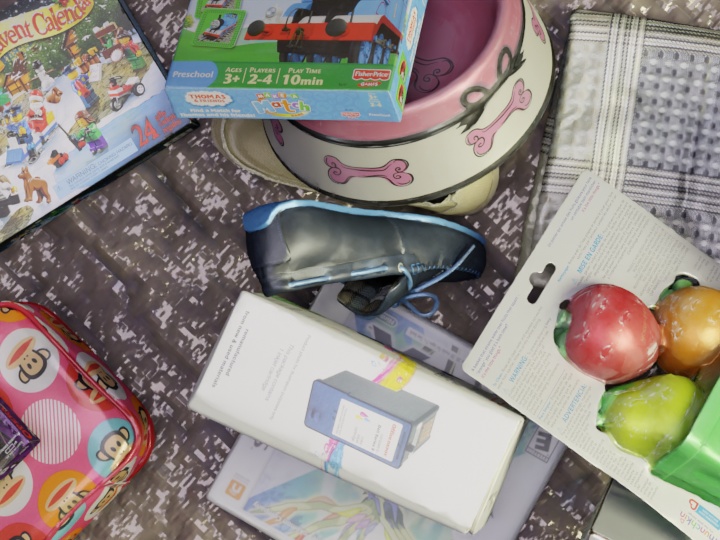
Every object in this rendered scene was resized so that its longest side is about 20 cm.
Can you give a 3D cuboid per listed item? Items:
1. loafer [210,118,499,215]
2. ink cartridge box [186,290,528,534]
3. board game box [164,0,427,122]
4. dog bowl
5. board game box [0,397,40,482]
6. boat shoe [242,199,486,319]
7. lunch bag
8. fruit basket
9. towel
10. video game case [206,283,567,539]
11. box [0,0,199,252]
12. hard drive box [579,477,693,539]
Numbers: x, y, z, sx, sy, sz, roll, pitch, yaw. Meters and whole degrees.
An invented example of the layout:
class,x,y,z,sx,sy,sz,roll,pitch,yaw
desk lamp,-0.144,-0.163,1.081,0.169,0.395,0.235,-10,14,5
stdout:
class,x,y,z,sx,sy,sz,roll,pitch,yaw
loafer,-0.005,-0.085,1.751,0.199,0.068,0.076,11,91,6
ink cartridge box,0.004,0.091,1.689,0.200,0.145,0.088,26,92,7
board game box,-0.030,-0.186,1.674,0.151,0.037,0.201,2,56,18
dog bowl,0.023,-0.143,1.698,0.199,0.074,0.201,-8,54,10
board game box,-0.323,0.140,1.733,0.200,0.032,0.120,-45,77,7
boat shoe,0.000,0.000,1.705,0.199,0.084,0.069,5,75,-37
lunch bag,-0.259,0.121,1.771,0.176,0.082,0.200,45,95,5
fruit basket,0.183,0.058,1.677,0.200,0.094,0.185,32,58,1
towel,0.213,-0.065,1.745,0.192,0.035,0.201,11,91,6
video game case,0.023,0.125,1.770,0.200,0.022,0.183,29,93,5
box,-0.230,-0.105,1.791,0.200,0.038,0.137,-32,86,5
hard drive box,0.217,0.248,1.688,0.200,0.077,0.156,26,123,5
